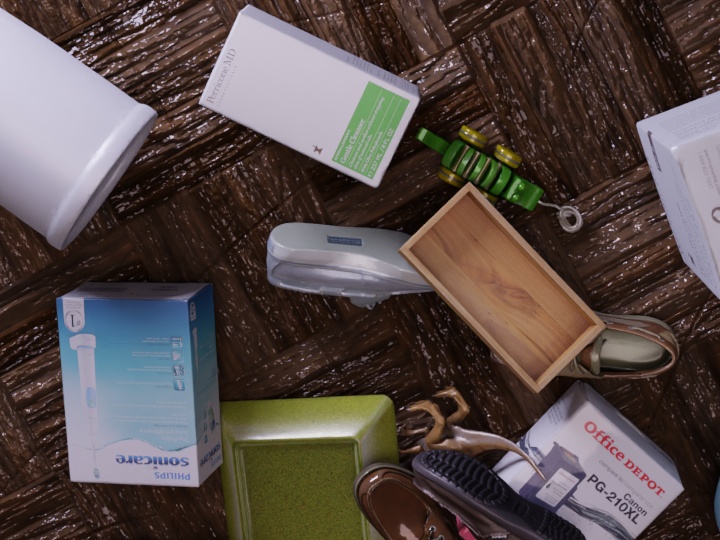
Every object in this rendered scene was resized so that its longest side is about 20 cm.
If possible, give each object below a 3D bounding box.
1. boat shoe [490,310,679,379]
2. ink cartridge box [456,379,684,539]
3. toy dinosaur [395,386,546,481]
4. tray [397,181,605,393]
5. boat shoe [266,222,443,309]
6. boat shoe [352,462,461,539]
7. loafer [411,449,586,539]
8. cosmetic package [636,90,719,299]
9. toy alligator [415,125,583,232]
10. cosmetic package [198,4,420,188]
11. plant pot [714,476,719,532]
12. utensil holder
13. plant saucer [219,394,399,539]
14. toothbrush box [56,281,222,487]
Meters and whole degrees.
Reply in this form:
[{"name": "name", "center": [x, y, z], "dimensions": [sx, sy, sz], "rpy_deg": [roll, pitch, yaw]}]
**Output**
[{"name": "boat shoe", "center": [0.235, 0.077, 1.749], "dimensions": [0.199, 0.074, 0.076], "rpy_deg": [0, 102, 1]}, {"name": "ink cartridge box", "center": [0.220, 0.241, 1.778], "dimensions": [0.145, 0.084, 0.200], "rpy_deg": [41, 100, -7]}, {"name": "toy dinosaur", "center": [0.104, 0.179, 1.773], "dimensions": [0.200, 0.060, 0.107], "rpy_deg": [-16, 98, 33]}, {"name": "tray", "center": [0.142, 0.018, 1.696], "dimensions": [0.099, 0.037, 0.200], "rpy_deg": [-44, 92, -6]}, {"name": "boat shoe", "center": [0.000, 0.000, 1.747], "dimensions": [0.200, 0.070, 0.072], "rpy_deg": [8, 125, -6]}, {"name": "boat shoe", "center": [0.069, 0.276, 1.743], "dimensions": [0.072, 0.068, 0.200], "rpy_deg": [-42, 121, 0]}, {"name": "loafer", "center": [0.131, 0.256, 1.702], "dimensions": [0.200, 0.073, 0.071], "rpy_deg": [33, 117, 16]}, {"name": "cosmetic package", "center": [0.387, -0.088, 1.649], "dimensions": [0.165, 0.200, 0.165], "rpy_deg": [-20, 101, 3]}, {"name": "toy alligator", "center": [0.146, -0.092, 1.725], "dimensions": [0.200, 0.054, 0.059], "rpy_deg": [30, 101, -5]}, {"name": "cosmetic package", "center": [-0.050, -0.177, 1.695], "dimensions": [0.199, 0.085, 0.108], "rpy_deg": [24, 104, -5]}, {"name": "plant pot", "center": [0.448, 0.240, 1.740], "dimensions": [0.200, 0.200, 0.135], "rpy_deg": [46, 136, -8]}, {"name": "utensil holder", "center": [-0.330, -0.144, 1.664], "dimensions": [0.200, 0.170, 0.170], "rpy_deg": [34, 100, -4]}, {"name": "plant saucer", "center": [-0.057, 0.238, 1.781], "dimensions": [0.199, 0.048, 0.200], "rpy_deg": [-3, 102, 12]}, {"name": "toothbrush box", "center": [-0.227, 0.117, 1.744], "dimensions": [0.146, 0.085, 0.201], "rpy_deg": [0, 101, 14]}]
